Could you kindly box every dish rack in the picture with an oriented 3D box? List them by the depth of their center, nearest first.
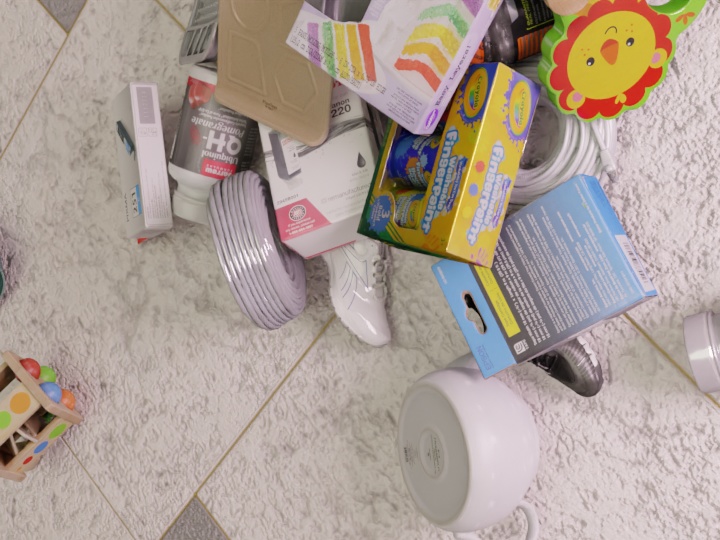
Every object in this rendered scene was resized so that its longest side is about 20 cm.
[{"bbox_3d":[-0.183,-0.369,1.228,0.171,0.043,0.203,21,96,65],"label":"dish rack"}]

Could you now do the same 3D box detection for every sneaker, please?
[{"bbox_3d":[0.190,0.078,1.056,0.200,0.090,0.067,49,143,20],"label":"sneaker"},{"bbox_3d":[0.000,0.000,1.178,0.086,0.074,0.202,-24,82,23],"label":"sneaker"}]

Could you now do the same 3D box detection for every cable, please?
[{"bbox_3d":[0.197,-0.157,1.059,0.198,0.069,0.203,-9,87,29],"label":"cable"},{"bbox_3d":[-0.127,-0.025,1.161,0.068,0.201,0.202,-19,53,7],"label":"cable"}]

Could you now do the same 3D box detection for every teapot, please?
[{"bbox_3d":[0.143,0.208,1.073,0.198,0.144,0.202,53,137,47],"label":"teapot"}]

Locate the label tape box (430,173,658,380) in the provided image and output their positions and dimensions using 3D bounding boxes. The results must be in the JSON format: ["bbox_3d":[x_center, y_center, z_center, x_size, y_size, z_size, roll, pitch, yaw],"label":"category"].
[{"bbox_3d":[0.196,0.009,0.994,0.199,0.063,0.146,-32,76,28],"label":"label tape box"}]

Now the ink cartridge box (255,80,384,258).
[{"bbox_3d":[-0.041,-0.138,1.149,0.144,0.085,0.203,-19,69,16],"label":"ink cartridge box"}]

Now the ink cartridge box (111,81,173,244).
[{"bbox_3d":[-0.324,-0.146,1.311,0.176,0.044,0.203,-15,81,60],"label":"ink cartridge box"}]

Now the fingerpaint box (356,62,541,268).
[{"bbox_3d":[0.092,-0.118,1.001,0.166,0.073,0.203,15,89,54],"label":"fingerpaint box"}]

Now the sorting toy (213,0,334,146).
[{"bbox_3d":[-0.099,-0.274,1.101,0.184,0.036,0.202,28,125,26],"label":"sorting toy"}]

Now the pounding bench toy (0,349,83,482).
[{"bbox_3d":[-0.532,0.235,1.465,0.124,0.200,0.156,42,80,18],"label":"pounding bench toy"}]

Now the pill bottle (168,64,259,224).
[{"bbox_3d":[-0.202,-0.170,1.257,0.110,0.110,0.203,21,103,26],"label":"pill bottle"}]

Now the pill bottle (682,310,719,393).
[{"bbox_3d":[0.434,0.063,0.915,0.198,0.111,0.113,-17,85,29],"label":"pill bottle"}]

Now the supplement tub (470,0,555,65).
[{"bbox_3d":[0.191,-0.300,0.987,0.197,0.123,0.124,-20,83,2],"label":"supplement tub"}]

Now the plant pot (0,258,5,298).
[{"bbox_3d":[-0.692,-0.028,1.509,0.200,0.199,0.135,-39,47,25],"label":"plant pot"}]

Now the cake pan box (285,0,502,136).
[{"bbox_3d":[0.034,-0.271,0.951,0.199,0.052,0.185,39,113,19],"label":"cake pan box"}]

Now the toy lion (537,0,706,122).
[{"bbox_3d":[0.266,-0.254,0.924,0.198,0.192,0.069,-31,35,6],"label":"toy lion"}]
